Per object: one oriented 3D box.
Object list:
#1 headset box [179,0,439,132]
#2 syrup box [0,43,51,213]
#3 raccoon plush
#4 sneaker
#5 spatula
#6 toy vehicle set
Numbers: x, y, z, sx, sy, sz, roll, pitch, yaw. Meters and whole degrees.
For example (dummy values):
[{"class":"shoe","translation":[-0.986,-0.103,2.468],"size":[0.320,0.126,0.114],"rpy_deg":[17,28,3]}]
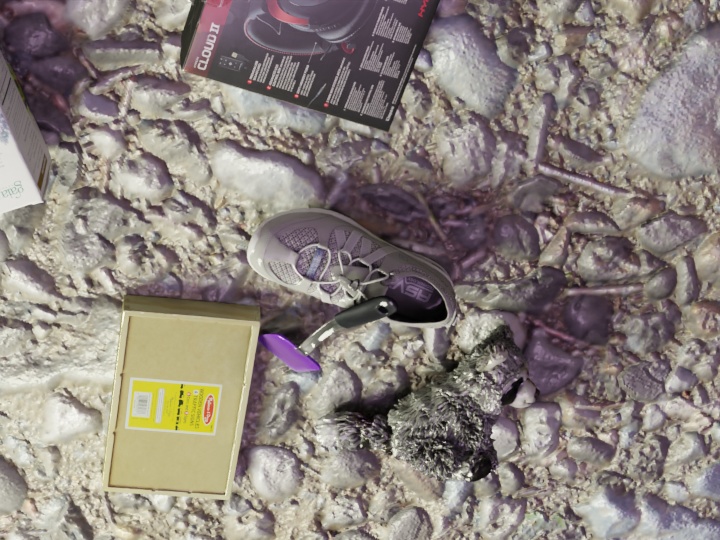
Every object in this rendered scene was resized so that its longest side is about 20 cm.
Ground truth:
[{"class":"headset box","translation":[-0.047,-0.214,1.254],"size":[0.198,0.075,0.150],"rpy_deg":[14,117,-15]},{"class":"syrup box","translation":[-0.320,-0.143,1.257],"size":[0.078,0.082,0.201],"rpy_deg":[-17,121,5]},{"class":"raccoon plush","translation":[0.062,0.114,1.452],"size":[0.198,0.097,0.135],"rpy_deg":[3,112,-9]},{"class":"sneaker","translation":[0.000,0.000,1.372],"size":[0.198,0.082,0.075],"rpy_deg":[14,103,-19]},{"class":"spatula","translation":[-0.028,0.053,1.377],"size":[0.056,0.021,0.199],"rpy_deg":[39,143,-17]},{"class":"toy vehicle set","translation":[-0.167,0.119,1.458],"size":[0.123,0.027,0.202],"rpy_deg":[6,119,-11]}]
